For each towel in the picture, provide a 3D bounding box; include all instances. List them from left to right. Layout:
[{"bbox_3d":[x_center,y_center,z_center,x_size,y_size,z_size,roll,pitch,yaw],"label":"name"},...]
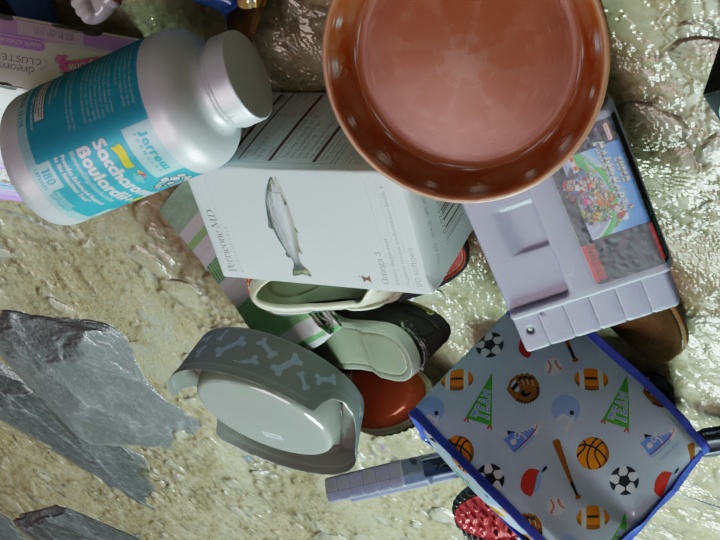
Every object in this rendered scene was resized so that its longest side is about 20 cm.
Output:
[{"bbox_3d":[-0.109,-0.003,1.205,0.201,0.023,0.152,52,151,0],"label":"towel"}]

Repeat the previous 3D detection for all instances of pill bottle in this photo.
[{"bbox_3d":[-0.168,-0.114,0.979,0.198,0.111,0.111,-19,128,23],"label":"pill bottle"}]

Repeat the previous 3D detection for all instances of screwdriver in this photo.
[{"bbox_3d":[0.275,0.165,1.204,0.198,0.029,0.028,-8,159,21],"label":"screwdriver"}]

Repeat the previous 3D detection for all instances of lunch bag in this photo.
[{"bbox_3d":[0.169,0.144,1.092,0.200,0.170,0.124,42,173,22],"label":"lunch bag"}]

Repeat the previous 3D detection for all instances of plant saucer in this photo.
[{"bbox_3d":[0.072,-0.148,0.885,0.198,0.032,0.202,4,107,13],"label":"plant saucer"}]

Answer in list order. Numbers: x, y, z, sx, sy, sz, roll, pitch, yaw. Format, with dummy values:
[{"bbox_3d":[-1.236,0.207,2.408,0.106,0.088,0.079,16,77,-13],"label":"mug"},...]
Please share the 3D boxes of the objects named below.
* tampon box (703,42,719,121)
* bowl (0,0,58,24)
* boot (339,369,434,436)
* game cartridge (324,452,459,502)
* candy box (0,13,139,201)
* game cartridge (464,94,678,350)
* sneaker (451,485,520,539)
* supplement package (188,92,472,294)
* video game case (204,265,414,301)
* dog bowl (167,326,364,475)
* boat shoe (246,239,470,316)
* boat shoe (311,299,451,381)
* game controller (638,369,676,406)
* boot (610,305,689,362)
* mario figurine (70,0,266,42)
[{"bbox_3d":[0.331,-0.116,0.746,0.199,0.127,0.150,-15,128,45],"label":"tampon box"},{"bbox_3d":[-0.361,-0.234,1.126,0.199,0.040,0.201,17,145,13],"label":"bowl"},{"bbox_3d":[-0.024,0.114,1.303,0.198,0.076,0.107,4,159,32],"label":"boot"},{"bbox_3d":[0.075,0.202,1.308,0.199,0.039,0.129,-5,164,-40],"label":"game cartridge"},{"bbox_3d":[-0.294,-0.135,1.122,0.166,0.072,0.200,7,154,-26],"label":"candy box"},{"bbox_3d":[0.147,-0.045,0.953,0.129,0.038,0.201,-17,112,23],"label":"game cartridge"},{"bbox_3d":[0.191,0.228,1.297,0.198,0.095,0.080,-18,87,24],"label":"sneaker"},{"bbox_3d":[-0.020,-0.066,1.039,0.198,0.118,0.118,4,130,29],"label":"supplement package"},{"bbox_3d":[-0.045,-0.006,1.231,0.199,0.023,0.182,27,146,-1],"label":"video game case"},{"bbox_3d":[-0.086,0.125,1.244,0.198,0.059,0.201,19,153,10],"label":"dog bowl"},{"bbox_3d":[0.000,0.000,1.106,0.198,0.063,0.072,-8,103,-2],"label":"boat shoe"},{"bbox_3d":[0.001,0.052,1.193,0.200,0.060,0.072,16,130,50],"label":"boat shoe"},{"bbox_3d":[0.202,0.119,1.217,0.198,0.042,0.105,7,141,27],"label":"game controller"},{"bbox_3d":[0.201,0.024,1.065,0.073,0.076,0.200,-18,128,43],"label":"boot"},{"bbox_3d":[-0.171,-0.219,0.956,0.198,0.106,0.124,19,121,0],"label":"mario figurine"}]
